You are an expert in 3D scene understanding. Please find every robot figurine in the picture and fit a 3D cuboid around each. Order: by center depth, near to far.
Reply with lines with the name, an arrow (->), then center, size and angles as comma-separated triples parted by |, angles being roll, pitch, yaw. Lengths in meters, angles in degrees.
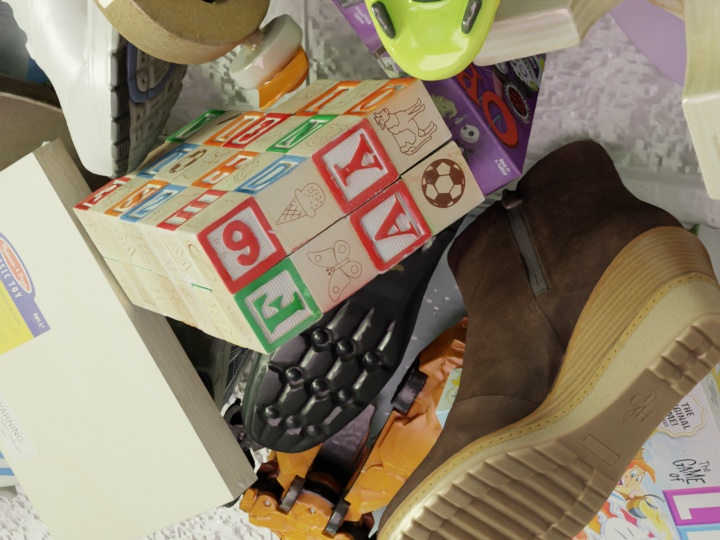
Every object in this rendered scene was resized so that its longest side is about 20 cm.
robot figurine -> -0.001, 0.087, 1.029 | 0.144, 0.058, 0.201 | 28, 130, -1

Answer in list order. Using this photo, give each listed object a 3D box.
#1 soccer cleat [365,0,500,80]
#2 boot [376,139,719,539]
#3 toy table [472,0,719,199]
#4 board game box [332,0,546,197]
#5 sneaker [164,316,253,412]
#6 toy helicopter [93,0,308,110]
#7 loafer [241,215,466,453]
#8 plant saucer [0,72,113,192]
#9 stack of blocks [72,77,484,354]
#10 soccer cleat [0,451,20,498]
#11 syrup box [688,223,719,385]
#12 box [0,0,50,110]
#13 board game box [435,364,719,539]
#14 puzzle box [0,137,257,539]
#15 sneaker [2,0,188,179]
soccer cleat -> 0.028, -0.175, 0.754 | 0.064, 0.084, 0.202 | -10, 84, 14
boot -> 0.070, 0.041, 0.858 | 0.200, 0.167, 0.072 | -41, 122, 7
toy table -> 0.141, -0.134, 0.769 | 0.183, 0.117, 0.201 | -20, 115, 32
board game box -> 0.013, -0.140, 0.811 | 0.032, 0.120, 0.200 | -26, 114, 30
sneaker -> -0.080, 0.009, 0.992 | 0.077, 0.085, 0.201 | 26, 108, 4
toy helicopter -> -0.047, -0.132, 0.788 | 0.079, 0.200, 0.133 | -36, 86, 33
loafer -> 0.000, 0.000, 0.920 | 0.068, 0.071, 0.201 | 23, 109, -20
plant saucer -> -0.200, -0.047, 0.979 | 0.198, 0.032, 0.201 | 2, 148, 1
stack of blocks -> -0.044, -0.030, 0.828 | 0.059, 0.115, 0.200 | 59, 163, -17
soccer cleat -> -0.174, 0.078, 1.091 | 0.199, 0.070, 0.086 | -27, 129, 37
syrup box -> 0.142, 0.079, 0.954 | 0.081, 0.079, 0.200 | 32, 130, -5
box -> -0.169, -0.155, 0.916 | 0.199, 0.048, 0.122 | -24, 115, 34
board game box -> 0.134, 0.129, 0.920 | 0.133, 0.034, 0.201 | -10, 122, 26
puzzle box -> -0.151, 0.046, 0.956 | 0.133, 0.025, 0.201 | -24, 98, 37
sneaker -> -0.132, -0.138, 0.847 | 0.086, 0.075, 0.202 | 5, 116, 23
